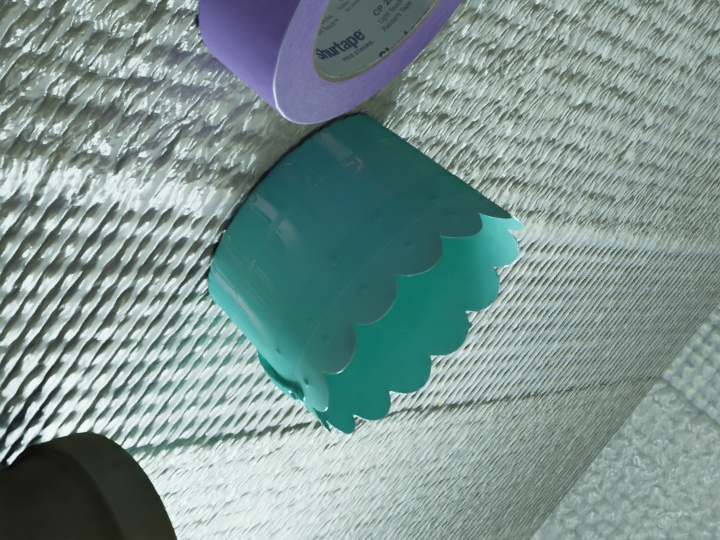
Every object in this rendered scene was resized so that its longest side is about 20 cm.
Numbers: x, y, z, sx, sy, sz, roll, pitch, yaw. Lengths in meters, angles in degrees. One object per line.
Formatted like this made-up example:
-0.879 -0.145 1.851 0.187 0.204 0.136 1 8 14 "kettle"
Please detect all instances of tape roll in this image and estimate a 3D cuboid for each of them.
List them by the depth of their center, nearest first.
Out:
-0.001 -0.183 1.167 0.200 0.066 0.200 -41 160 -19 "tape roll"

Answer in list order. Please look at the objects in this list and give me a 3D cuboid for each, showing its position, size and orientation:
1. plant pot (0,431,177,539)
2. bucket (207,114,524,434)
-0.231 0.218 1.290 0.173 0.200 0.200 -11 142 -37 "plant pot"
0.000 0.000 1.423 0.207 0.135 0.207 -41 160 -19 "bucket"
